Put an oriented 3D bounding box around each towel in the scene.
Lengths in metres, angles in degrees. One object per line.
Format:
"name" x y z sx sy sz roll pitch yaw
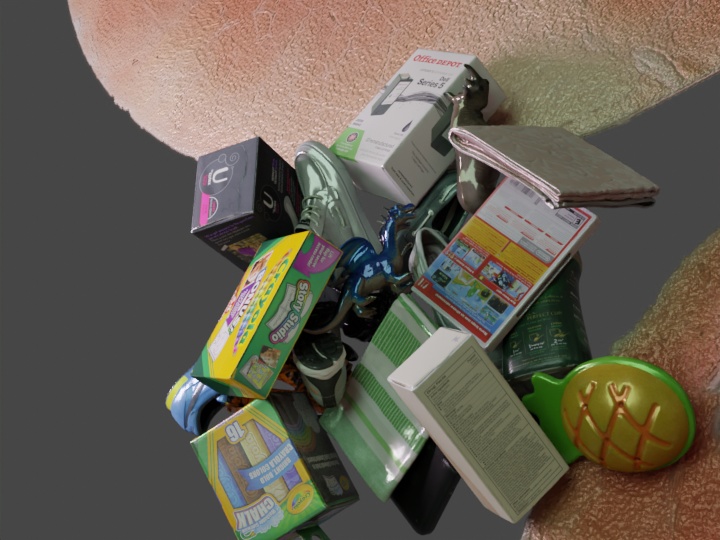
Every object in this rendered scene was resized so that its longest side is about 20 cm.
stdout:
"towel" 0.039 0.147 1.466 0.153 0.023 0.201 47 111 41
"towel" 0.233 -0.126 1.482 0.191 0.199 0.032 40 121 40

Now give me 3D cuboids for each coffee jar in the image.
"coffee jar" 0.214 0.046 1.456 0.103 0.085 0.202 -16 56 24

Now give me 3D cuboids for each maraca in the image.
"maraca" 0.267 0.157 1.341 0.199 0.138 0.107 -9 16 38

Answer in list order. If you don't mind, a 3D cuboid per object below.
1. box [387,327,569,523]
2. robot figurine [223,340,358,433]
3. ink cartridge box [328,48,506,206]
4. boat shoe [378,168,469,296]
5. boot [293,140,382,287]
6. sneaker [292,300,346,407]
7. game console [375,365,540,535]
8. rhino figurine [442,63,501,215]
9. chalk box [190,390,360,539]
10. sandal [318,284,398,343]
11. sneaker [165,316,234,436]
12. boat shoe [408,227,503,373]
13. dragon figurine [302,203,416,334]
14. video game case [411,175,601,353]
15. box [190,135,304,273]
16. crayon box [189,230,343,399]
"box" 0.129 0.168 1.356 0.095 0.201 0.078 -40 17 -14
"robot figurine" -0.095 0.146 1.628 0.199 0.058 0.146 2 67 35
"ink cartridge box" 0.075 -0.194 1.646 0.200 0.084 0.145 -50 32 -12
"boat shoe" 0.089 -0.044 1.602 0.061 0.073 0.201 15 69 42
"boot" -0.052 -0.075 1.629 0.073 0.095 0.201 -39 77 45
"sneaker" -0.055 0.099 1.541 0.073 0.080 0.201 -10 26 -1
"game console" 0.094 0.189 1.504 0.200 0.116 0.177 48 125 42
"rhino figurine" 0.151 -0.164 1.569 0.060 0.087 0.202 -9 91 57
"chalk box" -0.092 0.263 1.498 0.123 0.124 0.201 -32 75 14
"sandal" -0.008 0.061 1.599 0.200 0.048 0.076 13 115 48
"sneaker" -0.171 0.126 1.615 0.078 0.066 0.201 36 90 35
"boat shoe" 0.121 0.038 1.512 0.074 0.065 0.203 -23 64 -10
"dragon figurine" 0.000 0.000 1.519 0.199 0.059 0.100 -35 66 -4
"video game case" 0.169 -0.017 1.454 0.200 0.017 0.143 -49 48 -2
"box" -0.128 -0.071 1.677 0.105 0.200 0.123 -15 57 26
"crayon box" -0.118 0.055 1.513 0.201 0.058 0.172 -63 18 -15
